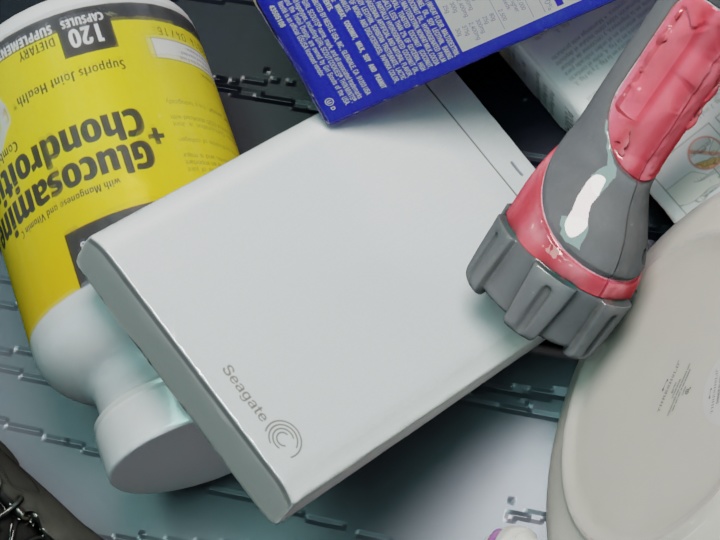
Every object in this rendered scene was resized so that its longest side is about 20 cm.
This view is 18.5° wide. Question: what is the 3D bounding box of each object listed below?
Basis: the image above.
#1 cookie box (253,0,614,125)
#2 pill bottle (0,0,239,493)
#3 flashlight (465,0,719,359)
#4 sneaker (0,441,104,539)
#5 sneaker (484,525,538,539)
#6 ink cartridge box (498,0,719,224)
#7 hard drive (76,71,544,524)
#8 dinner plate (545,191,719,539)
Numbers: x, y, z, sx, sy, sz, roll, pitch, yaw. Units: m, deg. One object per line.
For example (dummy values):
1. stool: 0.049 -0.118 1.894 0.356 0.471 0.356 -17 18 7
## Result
1. cookie box: 0.056 -0.172 0.938 0.199 0.075 0.172 -23 36 14
2. pill bottle: -0.097 -0.012 0.953 0.111 0.112 0.201 -22 68 4
3. flashlight: 0.118 -0.061 0.855 0.068 0.068 0.200 37 114 6
4. sneaker: -0.143 0.125 0.928 0.200 0.091 0.076 34 79 19
5. sneaker: 0.063 0.204 0.878 0.099 0.075 0.201 11 73 -4
6. ink cartridge box: 0.163 -0.103 0.968 0.162 0.057 0.200 -38 76 -3
7. hard drive: 0.000 0.000 0.906 0.200 0.027 0.132 -31 78 -36
8. dinner plate: 0.126 0.050 0.853 0.024 0.200 0.201 24 74 -25
